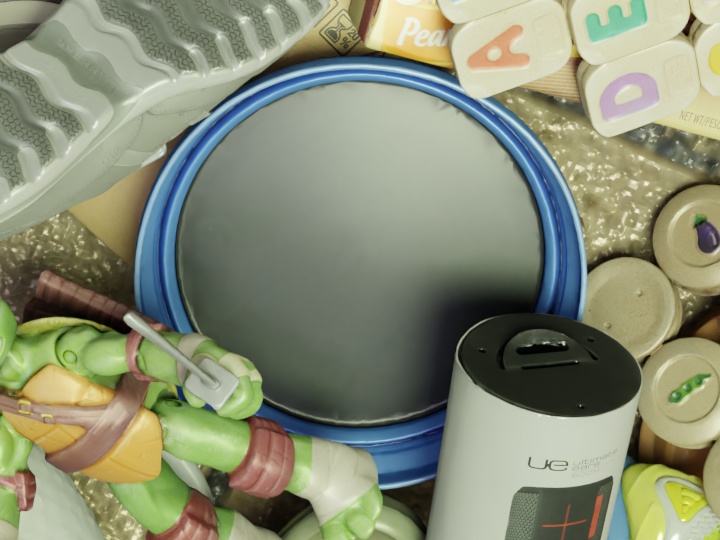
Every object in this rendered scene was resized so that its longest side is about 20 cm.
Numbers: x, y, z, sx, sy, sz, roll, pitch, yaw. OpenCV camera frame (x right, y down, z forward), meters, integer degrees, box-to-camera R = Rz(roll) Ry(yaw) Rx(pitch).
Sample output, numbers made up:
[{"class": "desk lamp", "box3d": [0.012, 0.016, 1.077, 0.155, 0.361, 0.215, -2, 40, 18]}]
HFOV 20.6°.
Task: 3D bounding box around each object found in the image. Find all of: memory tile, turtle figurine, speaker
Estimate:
[{"class": "memory tile", "box3d": [0.203, 0.007, 0.878, 0.200, 0.017, 0.153, -41, 62, 11]}, {"class": "turtle figurine", "box3d": [-0.089, 0.094, 0.809, 0.194, 0.200, 0.144, 30, 86, -30]}, {"class": "speaker", "box3d": [0.067, 0.120, 0.874, 0.081, 0.081, 0.201, 6, 120, -4]}]

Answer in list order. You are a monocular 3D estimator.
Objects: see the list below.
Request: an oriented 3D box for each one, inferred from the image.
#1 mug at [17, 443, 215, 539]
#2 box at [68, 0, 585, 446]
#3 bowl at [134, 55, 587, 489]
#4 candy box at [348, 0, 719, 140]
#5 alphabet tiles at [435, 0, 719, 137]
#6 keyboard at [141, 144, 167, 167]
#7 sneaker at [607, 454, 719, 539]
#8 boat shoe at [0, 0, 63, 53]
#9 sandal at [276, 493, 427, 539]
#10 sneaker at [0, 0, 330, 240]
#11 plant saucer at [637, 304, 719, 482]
[{"class": "mug", "box3d": [-0.159, 0.142, 0.909, 0.200, 0.148, 0.176, -23, 104, -16]}, {"class": "box", "box3d": [-0.023, -0.032, 0.905, 0.163, 0.021, 0.200, -43, 107, 13]}, {"class": "bowl", "box3d": [0.000, 0.000, 0.884, 0.200, 0.039, 0.201, 0, 111, 0]}, {"class": "candy box", "box3d": [0.107, -0.131, 0.846, 0.199, 0.055, 0.116, 14, 108, -13]}, {"class": "alphabet tiles", "box3d": [0.120, -0.141, 0.770, 0.195, 0.015, 0.200, -19, 134, 0]}, {"class": "keyboard", "box3d": [-0.181, -0.032, 0.884, 0.200, 0.011, 0.056, -26, 77, 12]}, {"class": "sneaker", "box3d": [0.108, 0.154, 0.963, 0.105, 0.076, 0.200, 41, 133, 27]}, {"class": "boat shoe", "box3d": [-0.215, -0.116, 0.861, 0.199, 0.073, 0.063, -2, 67, 4]}, {"class": "sandal", "box3d": [-0.038, 0.178, 0.940, 0.080, 0.057, 0.201, 20, 131, -18]}, {"class": "sneaker", "box3d": [-0.102, -0.080, 0.826, 0.200, 0.082, 0.075, -32, 80, -18]}, {"class": "plant saucer", "box3d": [0.226, 0.098, 0.919, 0.200, 0.032, 0.201, 8, 113, 19]}]
